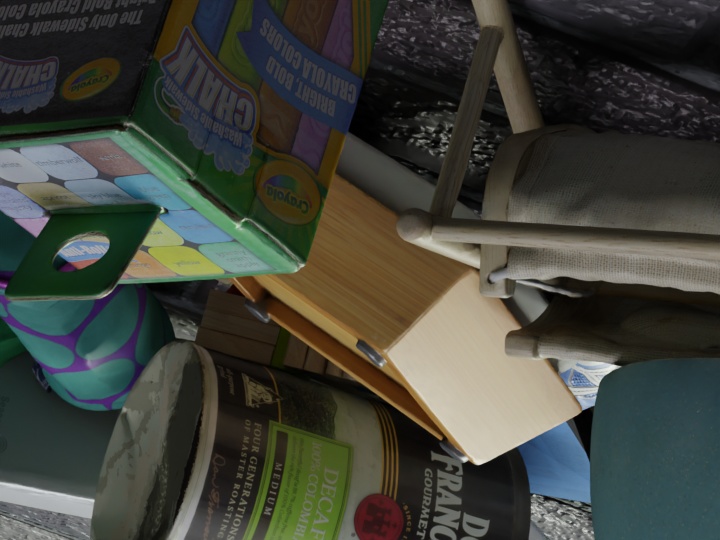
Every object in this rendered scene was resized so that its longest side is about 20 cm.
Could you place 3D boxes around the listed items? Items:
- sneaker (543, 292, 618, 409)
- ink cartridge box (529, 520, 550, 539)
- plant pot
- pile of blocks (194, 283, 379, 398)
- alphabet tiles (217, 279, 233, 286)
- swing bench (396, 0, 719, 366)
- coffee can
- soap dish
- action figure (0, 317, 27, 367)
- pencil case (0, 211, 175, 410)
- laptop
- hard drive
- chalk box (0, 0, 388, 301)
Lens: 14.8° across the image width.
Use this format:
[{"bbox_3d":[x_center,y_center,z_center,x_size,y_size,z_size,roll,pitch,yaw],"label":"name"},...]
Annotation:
[{"bbox_3d":[0.118,0.020,1.410,0.077,0.076,0.200,-2,161,-12],"label":"sneaker"},{"bbox_3d":[0.075,0.160,1.713,0.200,0.050,0.161,50,176,21],"label":"ink cartridge box"},{"bbox_3d":[0.187,0.135,1.214,0.199,0.135,0.200,14,163,4],"label":"plant pot"},{"bbox_3d":[-0.001,0.033,1.514,0.200,0.062,0.082,9,171,39],"label":"pile of blocks"},{"bbox_3d":[-0.040,-0.013,1.514,0.200,0.008,0.167,25,158,-18],"label":"alphabet tiles"},{"bbox_3d":[0.152,-0.021,1.184,0.198,0.130,0.200,5,156,27],"label":"swing bench"},{"bbox_3d":[-0.029,0.135,1.512,0.199,0.147,0.146,18,160,-22],"label":"coffee can"},{"bbox_3d":[0.000,0.000,1.324,0.200,0.081,0.157,34,171,34],"label":"soap dish"},{"bbox_3d":[-0.246,0.036,1.594,0.055,0.200,0.118,31,127,33],"label":"action figure"},{"bbox_3d":[-0.164,0.009,1.543,0.092,0.085,0.200,51,172,23],"label":"pencil case"},{"bbox_3d":[0.108,0.150,1.654,0.116,0.200,0.187,-24,147,8],"label":"laptop"},{"bbox_3d":[-0.123,0.094,1.640,0.199,0.132,0.026,11,138,1],"label":"hard drive"},{"bbox_3d":[-0.087,-0.071,1.147,0.124,0.201,0.124,-1,152,39],"label":"chalk box"}]
